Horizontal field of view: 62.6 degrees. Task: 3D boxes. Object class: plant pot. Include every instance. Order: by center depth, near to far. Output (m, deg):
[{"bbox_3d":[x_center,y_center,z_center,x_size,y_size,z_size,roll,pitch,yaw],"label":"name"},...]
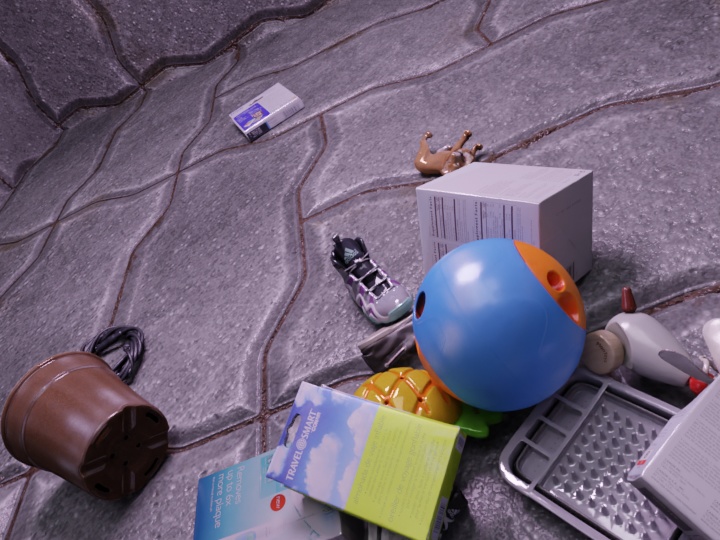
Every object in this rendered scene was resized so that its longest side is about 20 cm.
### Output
[{"bbox_3d":[-0.426,0.254,0.949,0.197,0.201,0.201,14,55,34],"label":"plant pot"}]

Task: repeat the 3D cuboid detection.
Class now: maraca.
[{"bbox_3d":[0.077,0.178,0.752,0.198,0.108,0.137,-5,24,2],"label":"maraca"}]

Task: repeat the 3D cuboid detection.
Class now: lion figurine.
[{"bbox_3d":[0.164,-0.221,1.189,0.123,0.072,0.199,-54,28,-16],"label":"lion figurine"}]

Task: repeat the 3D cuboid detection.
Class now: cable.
[{"bbox_3d":[-0.507,0.179,1.204,0.199,0.051,0.164,0,42,38],"label":"cable"}]

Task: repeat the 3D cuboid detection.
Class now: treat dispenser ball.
[{"bbox_3d":[0.161,0.062,0.699,0.199,0.201,0.202,-19,38,15],"label":"treat dispenser ball"}]

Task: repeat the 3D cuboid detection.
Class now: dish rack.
[{"bbox_3d":[0.269,0.207,0.633,0.172,0.044,0.199,-45,39,-19],"label":"dish rack"}]

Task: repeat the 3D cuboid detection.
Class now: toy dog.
[{"bbox_3d":[0.344,0.079,0.645,0.199,0.097,0.132,10,23,38],"label":"toy dog"}]

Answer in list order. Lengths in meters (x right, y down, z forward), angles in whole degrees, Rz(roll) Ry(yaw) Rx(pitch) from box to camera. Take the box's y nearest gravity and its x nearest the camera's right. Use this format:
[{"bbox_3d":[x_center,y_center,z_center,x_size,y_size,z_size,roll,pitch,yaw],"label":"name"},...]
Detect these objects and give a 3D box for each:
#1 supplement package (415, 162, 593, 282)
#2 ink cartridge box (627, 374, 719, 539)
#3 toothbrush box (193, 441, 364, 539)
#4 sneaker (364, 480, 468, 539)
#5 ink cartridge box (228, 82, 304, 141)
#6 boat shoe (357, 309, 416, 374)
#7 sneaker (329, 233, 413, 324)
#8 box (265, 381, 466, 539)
[{"bbox_3d":[0.208,-0.060,0.858,0.199,0.152,0.151,15,32,43],"label":"supplement package"},{"bbox_3d":[0.370,0.172,0.535,0.200,0.050,0.162,-43,69,-15],"label":"ink cartridge box"},{"bbox_3d":[-0.101,0.309,0.737,0.199,0.086,0.147,-22,38,9],"label":"toothbrush box"},{"bbox_3d":[0.067,0.289,0.650,0.115,0.076,0.201,-26,35,10],"label":"sneaker"},{"bbox_3d":[-0.292,-0.489,1.817,0.197,0.044,0.200,-35,39,-5],"label":"ink cartridge box"},{"bbox_3d":[0.091,0.087,0.895,0.199,0.057,0.067,-30,1,-4],"label":"boat shoe"},{"bbox_3d":[0.000,0.000,0.946,0.078,0.140,0.200,-38,25,-13],"label":"sneaker"},{"bbox_3d":[0.005,0.208,0.660,0.199,0.048,0.123,11,68,27],"label":"box"}]
